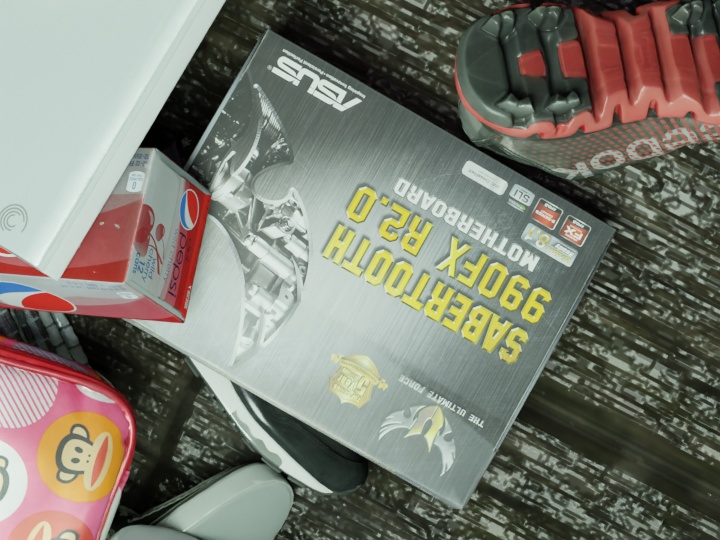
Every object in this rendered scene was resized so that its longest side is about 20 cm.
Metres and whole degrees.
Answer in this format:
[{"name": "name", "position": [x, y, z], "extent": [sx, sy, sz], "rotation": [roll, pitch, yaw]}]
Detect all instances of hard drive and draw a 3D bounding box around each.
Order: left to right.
[{"name": "hard drive", "position": [-0.138, -0.111, 1.060], "extent": [0.132, 0.027, 0.200], "rotation": [29, 86, 29]}]

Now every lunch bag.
[{"name": "lunch bag", "position": [-0.215, 0.120, 1.114], "extent": [0.176, 0.082, 0.200], "rotation": [19, 92, -17]}]

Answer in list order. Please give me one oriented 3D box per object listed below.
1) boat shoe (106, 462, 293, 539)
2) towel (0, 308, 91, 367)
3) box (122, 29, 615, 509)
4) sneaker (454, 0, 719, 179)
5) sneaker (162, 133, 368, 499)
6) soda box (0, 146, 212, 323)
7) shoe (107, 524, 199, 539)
[{"name": "boat shoe", "position": [-0.127, 0.157, 1.217], "extent": [0.200, 0.071, 0.064], "rotation": [-37, 55, 2]}, {"name": "towel", "position": [-0.239, 0.054, 1.213], "extent": [0.165, 0.086, 0.200], "rotation": [-30, 94, 15]}, {"name": "box", "position": [0.000, 0.000, 1.131], "extent": [0.200, 0.048, 0.159], "rotation": [30, 83, -2]}, {"name": "sneaker", "position": [0.136, -0.087, 1.113], "extent": [0.200, 0.098, 0.071], "rotation": [-3, 73, -11]}, {"name": "sneaker", "position": [-0.047, 0.022, 1.174], "extent": [0.088, 0.076, 0.200], "rotation": [-38, 92, 10]}, {"name": "soda box", "position": [-0.175, -0.021, 1.098], "extent": [0.200, 0.063, 0.070], "rotation": [4, 74, 25]}, {"name": "shoe", "position": [-0.073, 0.206, 1.182], "extent": [0.200, 0.072, 0.091], "rotation": [32, 113, -33]}]
